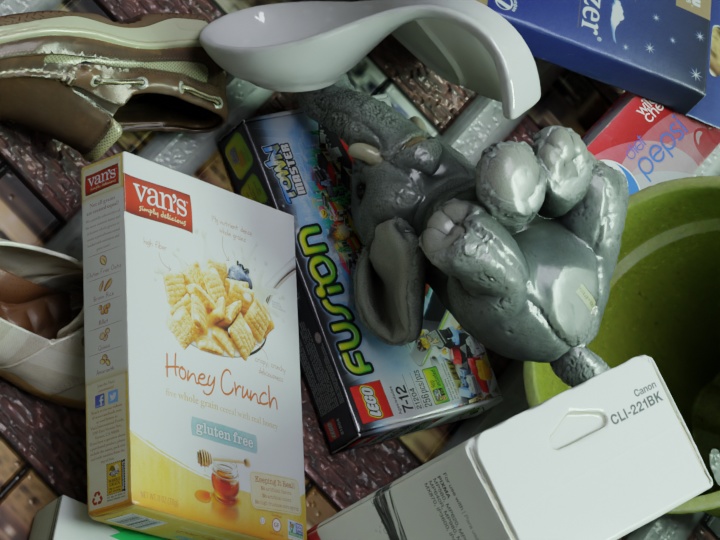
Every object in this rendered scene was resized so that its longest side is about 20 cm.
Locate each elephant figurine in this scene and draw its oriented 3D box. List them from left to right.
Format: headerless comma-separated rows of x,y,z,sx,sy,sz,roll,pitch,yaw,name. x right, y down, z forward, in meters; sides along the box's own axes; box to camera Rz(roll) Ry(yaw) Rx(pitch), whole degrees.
0.050,-0.025,1.561,0.141,0.200,0.156,24,79,-39,elephant figurine

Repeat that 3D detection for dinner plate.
0.021,-0.164,1.620,0.024,0.200,0.200,-45,97,-4,dinner plate

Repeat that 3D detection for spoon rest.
0.004,-0.130,1.532,0.099,0.199,0.061,-39,134,-57,spoon rest

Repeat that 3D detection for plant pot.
0.223,0.071,1.613,0.184,0.200,0.201,37,45,-55,plant pot

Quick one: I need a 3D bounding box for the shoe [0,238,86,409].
-0.177,0.024,1.469,0.199,0.053,0.070,21,60,-27,shoe

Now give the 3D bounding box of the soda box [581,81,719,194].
0.154,-0.052,1.708,0.063,0.070,0.200,47,52,-3,soda box

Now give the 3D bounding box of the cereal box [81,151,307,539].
-0.090,0.048,1.487,0.144,0.039,0.201,20,60,-48,cereal box

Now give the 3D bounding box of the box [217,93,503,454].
0.000,0.000,1.608,0.110,0.035,0.201,-13,76,-36,box

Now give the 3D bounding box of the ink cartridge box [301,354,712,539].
0.072,0.134,1.488,0.144,0.200,0.084,-23,82,-37,ink cartridge box

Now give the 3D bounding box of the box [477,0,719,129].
0.156,-0.173,1.713,0.199,0.032,0.121,19,56,-18,box

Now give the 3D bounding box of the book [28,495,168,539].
-0.126,0.234,1.419,0.133,0.048,0.201,25,55,-24,book

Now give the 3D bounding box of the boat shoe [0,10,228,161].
-0.156,-0.100,1.527,0.202,0.075,0.075,-8,73,-36,boat shoe
